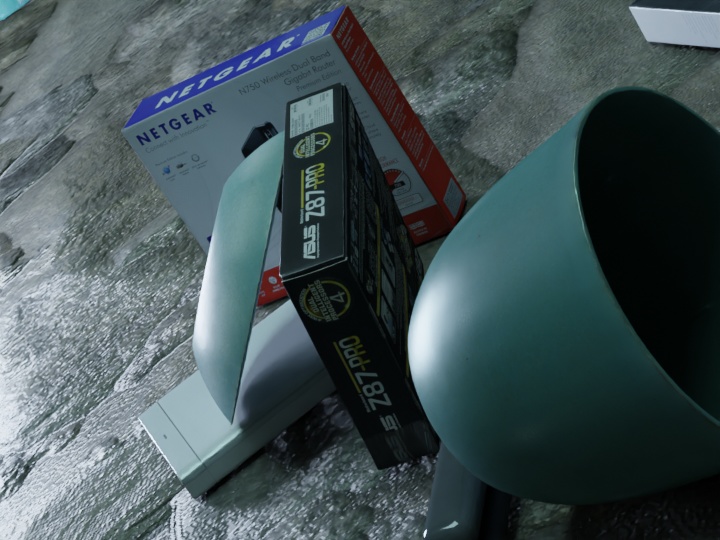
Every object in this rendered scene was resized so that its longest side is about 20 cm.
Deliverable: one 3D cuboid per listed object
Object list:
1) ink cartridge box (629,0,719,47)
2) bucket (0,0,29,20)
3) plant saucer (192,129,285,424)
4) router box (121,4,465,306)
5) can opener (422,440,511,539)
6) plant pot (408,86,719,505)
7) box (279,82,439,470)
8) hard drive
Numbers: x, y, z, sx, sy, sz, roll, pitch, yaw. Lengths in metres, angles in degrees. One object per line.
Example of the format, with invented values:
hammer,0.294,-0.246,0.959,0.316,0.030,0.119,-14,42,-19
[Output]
ink cartridge box,0.291,-0.205,1.436,0.099,0.039,0.200,-40,24,-15
bucket,-0.570,-0.464,2.970,0.206,0.135,0.208,-28,24,14
plant saucer,-0.083,0.000,1.302,0.038,0.202,0.201,11,29,-3
router box,-0.050,-0.080,1.471,0.199,0.180,0.049,-21,25,29
can opener,0.078,0.097,1.118,0.066,0.053,0.200,-21,27,28
plant pot,0.122,0.031,1.022,0.161,0.201,0.201,-34,19,37
box,0.000,0.000,1.237,0.049,0.162,0.201,-19,35,12
hard drive,-0.060,0.071,1.387,0.200,0.027,0.132,-37,23,-7
